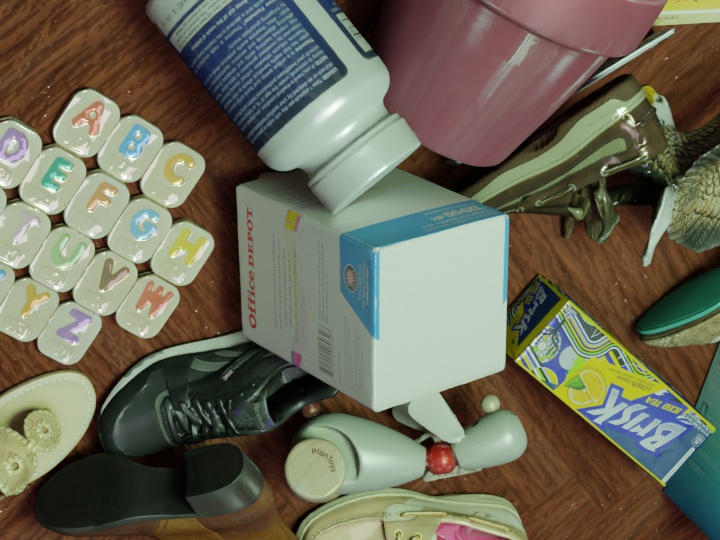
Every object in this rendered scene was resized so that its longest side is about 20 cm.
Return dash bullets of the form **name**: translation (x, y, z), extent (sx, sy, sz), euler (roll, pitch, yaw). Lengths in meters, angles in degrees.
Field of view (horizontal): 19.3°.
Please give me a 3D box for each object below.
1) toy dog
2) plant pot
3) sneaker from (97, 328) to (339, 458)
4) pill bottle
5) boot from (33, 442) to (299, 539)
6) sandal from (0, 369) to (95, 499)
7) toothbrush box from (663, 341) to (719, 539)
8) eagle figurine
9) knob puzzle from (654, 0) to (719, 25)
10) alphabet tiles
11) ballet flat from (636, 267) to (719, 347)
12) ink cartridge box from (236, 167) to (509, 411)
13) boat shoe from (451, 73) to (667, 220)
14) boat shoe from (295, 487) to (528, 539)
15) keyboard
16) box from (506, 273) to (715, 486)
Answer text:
- **toy dog**: translation (0.022, 0.125, 1.693), extent (0.200, 0.132, 0.097), euler (-9, 83, -24)
- **plant pot**: translation (0.097, -0.184, 1.548), extent (0.200, 0.200, 0.179), euler (18, 120, -25)
- **sneaker**: translation (-0.106, 0.096, 1.635), extent (0.200, 0.088, 0.076), euler (-25, 118, -8)
- **pill bottle**: translation (-0.051, -0.142, 1.501), extent (0.111, 0.111, 0.200), euler (-39, 89, -1)
- **boot**: translation (-0.140, 0.214, 1.684), extent (0.188, 0.069, 0.200), euler (-16, 140, 10)
- **sandal**: translation (-0.286, 0.157, 1.606), extent (0.211, 0.070, 0.078), euler (-29, 118, -7)
- **toothbrush box**: translation (0.353, 0.137, 1.787), extent (0.085, 0.146, 0.200), euler (10, 107, -24)
- **eagle figurine**: translation (0.267, -0.090, 1.676), extent (0.200, 0.152, 0.151), euler (-9, 94, -11)
- **knob puzzle**: translation (0.299, -0.291, 1.656), extent (0.219, 0.030, 0.220), euler (-7, 113, -17)
- **alphabet tiles**: translation (-0.212, -0.030, 1.588), extent (0.200, 0.015, 0.196), euler (31, 98, -27)
- **ballet flat**: translation (0.320, 0.020, 1.738), extent (0.200, 0.071, 0.065), euler (-35, 113, 28)
- **ink cartridge box**: translation (0.000, 0.000, 1.585), extent (0.125, 0.200, 0.129), euler (-15, 117, -33)
- **boat shoe**: translation (0.144, -0.066, 1.606), extent (0.202, 0.075, 0.075), euler (-32, 99, 33)
- **boat shoe**: translation (0.048, 0.225, 1.755), extent (0.200, 0.069, 0.074), euler (-3, 113, -17)
- **keyboard**: translation (0.155, -0.136, 1.654), extent (0.200, 0.056, 0.011), euler (-32, 90, -5)
- **box**: translation (0.202, 0.092, 1.760), extent (0.200, 0.064, 0.070), euler (39, 95, -29)
